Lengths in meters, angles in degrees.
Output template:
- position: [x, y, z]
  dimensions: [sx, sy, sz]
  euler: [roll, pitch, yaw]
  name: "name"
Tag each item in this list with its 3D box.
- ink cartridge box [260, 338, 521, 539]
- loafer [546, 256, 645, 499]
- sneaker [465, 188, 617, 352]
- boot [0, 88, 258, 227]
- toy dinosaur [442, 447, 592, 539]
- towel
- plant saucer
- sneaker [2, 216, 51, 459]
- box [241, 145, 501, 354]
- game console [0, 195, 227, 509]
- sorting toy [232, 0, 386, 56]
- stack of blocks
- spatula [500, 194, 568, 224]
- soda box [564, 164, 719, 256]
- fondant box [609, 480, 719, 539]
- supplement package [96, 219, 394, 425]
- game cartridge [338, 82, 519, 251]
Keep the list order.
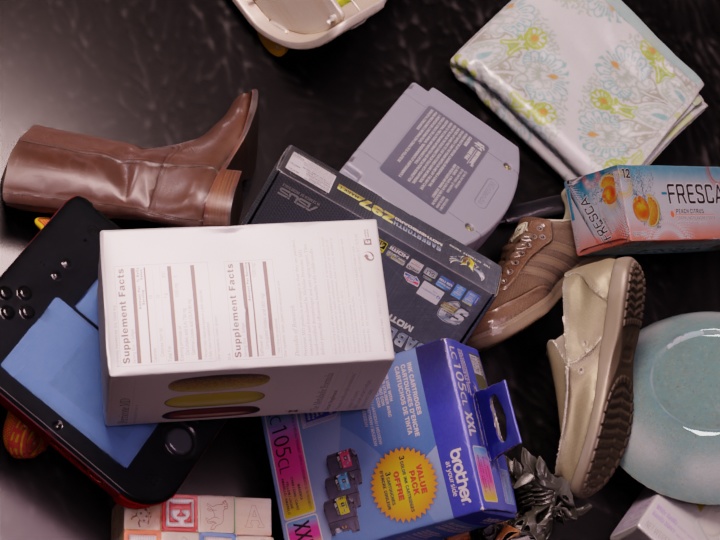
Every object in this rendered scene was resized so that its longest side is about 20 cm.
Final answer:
- position: [0.033, 0.138, 1.262]
  dimensions: [0.199, 0.076, 0.138]
  euler: [-20, 72, 20]
  name: "ink cartridge box"
- position: [0.187, 0.086, 1.364]
  dimensions: [0.068, 0.076, 0.202]
  euler: [7, 81, 30]
  name: "loafer"
- position: [0.142, -0.001, 1.419]
  dimensions: [0.200, 0.070, 0.076]
  euler: [-35, 91, -37]
  name: "sneaker"
- position: [-0.187, -0.101, 1.355]
  dimensions: [0.198, 0.065, 0.187]
  euler: [6, 35, 4]
  name: "boot"
- position: [0.111, 0.220, 1.327]
  dimensions: [0.200, 0.102, 0.136]
  euler: [42, 77, -19]
  name: "toy dinosaur"
- position: [0.205, -0.175, 1.517]
  dimensions: [0.200, 0.048, 0.171]
  euler: [43, 61, 5]
  name: "towel"
- position: [0.296, 0.102, 1.393]
  dimensions: [0.199, 0.039, 0.202]
  euler: [-5, 49, 6]
  name: "plant saucer"
- position: [-0.247, 0.052, 1.279]
  dimensions: [0.076, 0.073, 0.201]
  euler: [7, 60, 6]
  name: "sneaker"
- position: [-0.011, 0.017, 1.314]
  dimensions: [0.199, 0.158, 0.051]
  euler: [31, 31, -5]
  name: "box"
- position: [-0.185, 0.062, 1.236]
  dimensions: [0.200, 0.031, 0.177]
  euler: [41, 56, -9]
  name: "game console"
- position: [-0.035, -0.294, 1.465]
  dimensions: [0.180, 0.107, 0.201]
  euler: [-32, 82, -34]
  name: "sorting toy"
- position: [-0.126, 0.271, 1.228]
  dimensions: [0.114, 0.059, 0.202]
  euler: [5, 68, -17]
  name: "stack of blocks"
- position: [0.112, -0.049, 1.453]
  dimensions: [0.199, 0.021, 0.057]
  euler: [-8, 52, -26]
  name: "spatula"
- position: [0.268, -0.052, 1.443]
  dimensions: [0.199, 0.063, 0.069]
  euler: [-2, 79, -43]
  name: "soda box"
- position: [0.327, 0.198, 1.410]
  dimensions: [0.144, 0.058, 0.200]
  euler: [41, 62, 1]
  name: "fondant box"
- position: [-0.087, 0.038, 1.189]
  dimensions: [0.198, 0.114, 0.110]
  euler: [-3, 67, -11]
  name: "supplement package"
- position: [0.063, -0.079, 1.397]
  dimensions: [0.133, 0.042, 0.200]
  euler: [39, 35, -1]
  name: "game cartridge"
